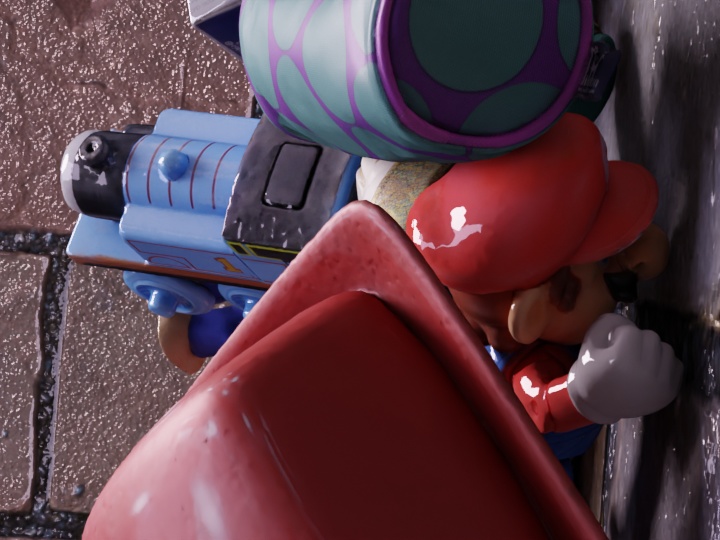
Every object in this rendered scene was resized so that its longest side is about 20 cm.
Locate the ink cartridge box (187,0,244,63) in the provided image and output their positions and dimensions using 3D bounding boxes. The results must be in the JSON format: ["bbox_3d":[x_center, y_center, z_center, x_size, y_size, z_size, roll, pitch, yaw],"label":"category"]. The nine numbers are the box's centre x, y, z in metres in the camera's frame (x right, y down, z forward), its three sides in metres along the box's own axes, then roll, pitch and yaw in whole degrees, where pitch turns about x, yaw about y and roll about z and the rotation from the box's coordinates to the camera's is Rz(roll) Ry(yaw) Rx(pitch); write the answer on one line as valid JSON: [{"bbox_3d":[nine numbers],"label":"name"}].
[{"bbox_3d":[-0.021,-0.163,1.274,0.199,0.041,0.201,33,-137,-52],"label":"ink cartridge box"}]

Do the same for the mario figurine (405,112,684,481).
[{"bbox_3d":[0.082,0.032,1.015,0.106,0.123,0.200,-34,-44,-38],"label":"mario figurine"}]

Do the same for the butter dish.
[{"bbox_3d":[-0.027,0.114,0.952,0.200,0.148,0.200,57,140,15],"label":"butter dish"}]

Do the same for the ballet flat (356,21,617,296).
[{"bbox_3d":[0.036,-0.041,1.099,0.200,0.071,0.071,-52,-22,-44],"label":"ballet flat"}]

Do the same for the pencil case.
[{"bbox_3d":[0.017,-0.086,1.002,0.093,0.085,0.200,-56,16,-6],"label":"pencil case"}]

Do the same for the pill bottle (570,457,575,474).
[{"bbox_3d":[0.036,0.070,1.182,0.113,0.113,0.201,-108,23,-80],"label":"pill bottle"}]

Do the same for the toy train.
[{"bbox_3d":[-0.050,-0.026,1.284,0.114,0.199,0.087,48,-123,-54],"label":"toy train"}]

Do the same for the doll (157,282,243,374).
[{"bbox_3d":[0.000,0.000,1.348,0.048,0.199,0.137,54,-152,-44],"label":"doll"}]
